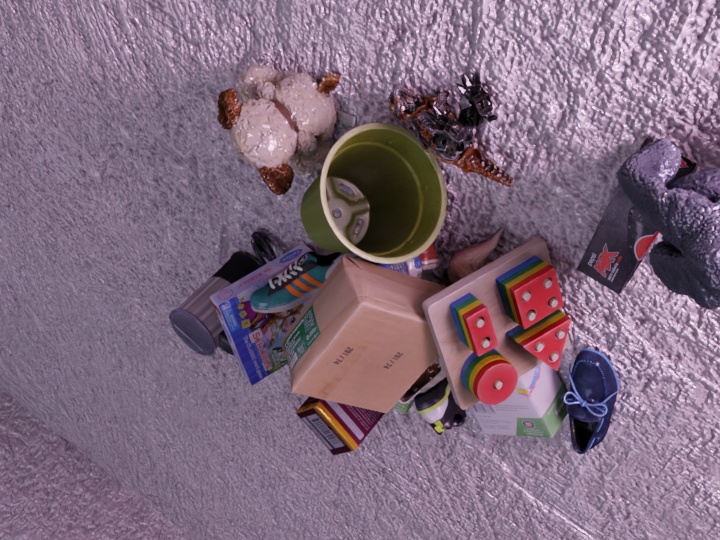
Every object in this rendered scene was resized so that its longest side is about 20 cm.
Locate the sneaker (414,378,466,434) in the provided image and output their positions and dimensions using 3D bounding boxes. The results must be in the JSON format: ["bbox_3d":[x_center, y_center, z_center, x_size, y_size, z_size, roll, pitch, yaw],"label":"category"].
[{"bbox_3d":[0.143,0.224,1.538,0.071,0.200,0.083,-30,88,24],"label":"sneaker"}]

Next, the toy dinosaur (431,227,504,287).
[{"bbox_3d":[0.161,0.013,1.400,0.135,0.086,0.201,32,139,29],"label":"toy dinosaur"}]

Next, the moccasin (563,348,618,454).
[{"bbox_3d":[0.356,0.210,1.414,0.080,0.068,0.201,15,136,35],"label":"moccasin"}]

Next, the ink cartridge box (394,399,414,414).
[{"bbox_3d":[0.097,0.141,1.563,0.067,0.117,0.201,31,143,15],"label":"ink cartridge box"}]

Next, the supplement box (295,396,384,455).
[{"bbox_3d":[-0.007,0.226,1.686,0.110,0.200,0.086,49,146,-9],"label":"supplement box"}]

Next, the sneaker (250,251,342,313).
[{"bbox_3d":[-0.102,0.009,1.594,0.071,0.199,0.080,-121,13,-63],"label":"sneaker"}]

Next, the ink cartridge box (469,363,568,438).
[{"bbox_3d":[0.230,0.166,1.482,0.145,0.088,0.201,-6,124,48],"label":"ink cartridge box"}]

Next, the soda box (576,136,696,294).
[{"bbox_3d":[0.341,-0.063,1.148,0.071,0.063,0.201,32,144,17],"label":"soda box"}]

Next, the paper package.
[{"bbox_3d":[0.010,0.096,1.353,0.190,0.104,0.200,18,126,-31],"label":"paper package"}]

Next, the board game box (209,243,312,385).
[{"bbox_3d":[-0.152,0.081,1.684,0.041,0.199,0.201,37,152,47],"label":"board game box"}]

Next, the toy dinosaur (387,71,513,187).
[{"bbox_3d":[0.125,-0.190,1.236,0.199,0.103,0.136,22,159,1],"label":"toy dinosaur"}]

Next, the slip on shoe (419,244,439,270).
[{"bbox_3d":[0.050,-0.028,1.490,0.199,0.074,0.062,-3,94,52],"label":"slip on shoe"}]

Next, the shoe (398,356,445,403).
[{"bbox_3d":[0.113,0.143,1.424,0.070,0.053,0.200,41,134,5],"label":"shoe"}]

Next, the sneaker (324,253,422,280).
[{"bbox_3d":[0.000,0.000,1.435,0.199,0.085,0.078,-12,94,49],"label":"sneaker"}]

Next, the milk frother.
[{"bbox_3d":[-0.247,0.041,1.748,0.180,0.188,0.201,20,139,29],"label":"milk frother"}]

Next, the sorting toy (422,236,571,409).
[{"bbox_3d":[0.212,0.089,1.311,0.070,0.199,0.200,43,158,55],"label":"sorting toy"}]

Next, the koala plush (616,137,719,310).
[{"bbox_3d":[0.414,-0.069,0.973,0.178,0.199,0.184,62,180,-23],"label":"koala plush"}]

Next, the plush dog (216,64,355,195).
[{"bbox_3d":[-0.119,-0.215,1.359,0.200,0.172,0.160,52,144,-11],"label":"plush dog"}]

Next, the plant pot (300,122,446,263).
[{"bbox_3d":[-0.002,-0.100,1.377,0.200,0.200,0.190,51,158,-11],"label":"plant pot"}]
